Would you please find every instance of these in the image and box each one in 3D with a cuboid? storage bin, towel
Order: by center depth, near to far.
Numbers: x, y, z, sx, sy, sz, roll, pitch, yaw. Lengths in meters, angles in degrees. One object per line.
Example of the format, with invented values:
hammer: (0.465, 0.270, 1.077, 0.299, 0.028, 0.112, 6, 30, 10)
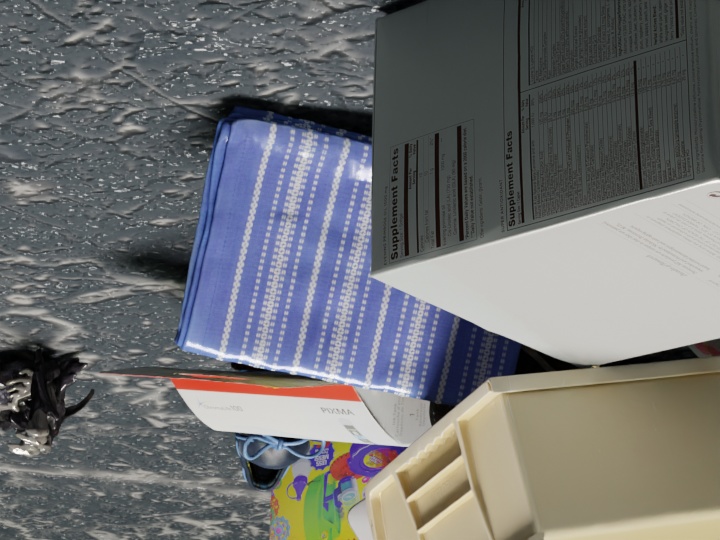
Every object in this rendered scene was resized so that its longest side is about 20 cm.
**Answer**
towel: (0.004, -0.004, 1.235, 0.200, 0.145, 0.024, 12, -172, -7)
storage bin: (0.132, 0.130, 1.263, 0.200, 0.094, 0.199, -5, 159, -25)

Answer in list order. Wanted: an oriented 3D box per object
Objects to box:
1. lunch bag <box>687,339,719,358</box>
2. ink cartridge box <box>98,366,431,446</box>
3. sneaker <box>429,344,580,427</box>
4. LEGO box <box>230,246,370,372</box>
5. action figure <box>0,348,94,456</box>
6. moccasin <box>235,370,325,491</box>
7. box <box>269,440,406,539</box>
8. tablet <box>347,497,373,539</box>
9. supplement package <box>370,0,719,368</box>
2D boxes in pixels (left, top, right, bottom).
lunch bag: (0.291, 0.042, 1.314, 0.170, 0.127, 0.200, 46, 143, -21)
ink cartridge box: (-0.051, 0.092, 1.446, 0.160, 0.047, 0.200, 2, 179, 36)
sneaker: (0.128, 0.031, 1.343, 0.200, 0.076, 0.116, -52, 171, 30)
LEGO box: (0.000, 0.000, 1.351, 0.149, 0.077, 0.200, 3, 159, -7)
action figure: (-0.280, 0.102, 1.607, 0.119, 0.102, 0.200, -29, 144, 33)
moccasin: (-0.060, 0.124, 1.697, 0.080, 0.068, 0.200, 1, 159, -1)
box: (0.061, 0.195, 1.806, 0.200, 0.122, 0.193, -12, 155, 32)
tablet: (0.102, 0.184, 1.658, 0.200, 0.130, 0.014, -33, -170, -10)
supplement package: (0.140, -0.059, 1.090, 0.200, 0.147, 0.191, -15, 154, 37)
